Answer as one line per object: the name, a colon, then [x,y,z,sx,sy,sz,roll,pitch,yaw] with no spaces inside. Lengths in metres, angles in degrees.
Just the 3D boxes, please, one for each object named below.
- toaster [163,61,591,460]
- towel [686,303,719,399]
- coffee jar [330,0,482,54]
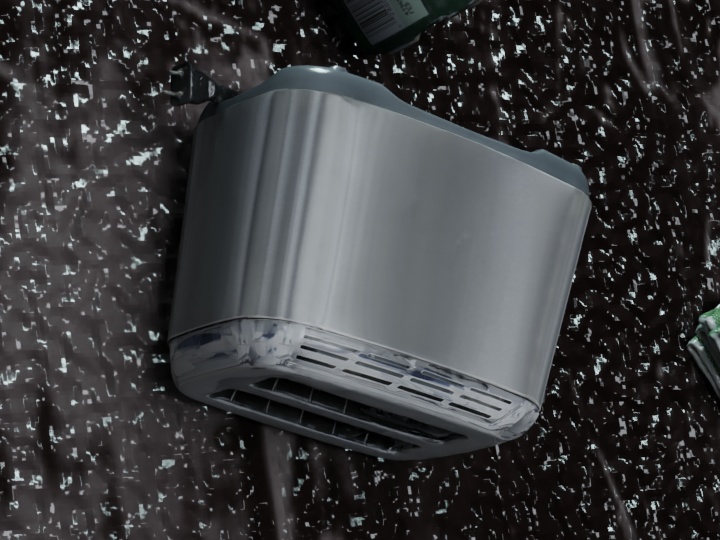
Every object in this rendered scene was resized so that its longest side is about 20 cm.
toaster: [0.000,0.000,1.030,0.200,0.114,0.130,20,68,-31]
towel: [0.260,0.052,1.252,0.200,0.031,0.149,-31,98,-39]
coffee jar: [-0.005,-0.204,1.100,0.104,0.085,0.200,-38,100,-33]
